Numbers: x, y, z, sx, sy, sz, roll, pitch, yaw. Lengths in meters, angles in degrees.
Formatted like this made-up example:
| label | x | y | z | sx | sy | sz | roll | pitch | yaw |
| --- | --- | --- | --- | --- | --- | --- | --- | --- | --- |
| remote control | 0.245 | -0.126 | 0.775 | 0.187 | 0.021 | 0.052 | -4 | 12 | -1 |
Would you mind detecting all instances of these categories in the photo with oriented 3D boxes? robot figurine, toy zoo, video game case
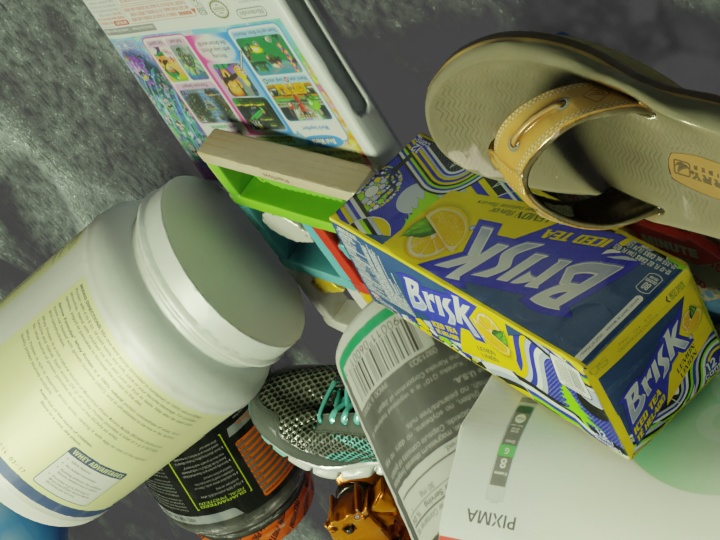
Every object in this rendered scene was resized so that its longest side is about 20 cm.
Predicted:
| label | x | y | z | sx | sy | sz | roll | pitch | yaw |
| --- | --- | --- | --- | --- | --- | --- | --- | --- | --- |
| robot figurine | 0.043 | 0.190 | 1.209 | 0.200 | 0.058 | 0.146 | 50 | -160 | -32 |
| toy zoo | 0.000 | 0.000 | 1.055 | 0.131 | 0.021 | 0.200 | 17 | 153 | 43 |
| video game case | -0.076 | -0.122 | 1.016 | 0.199 | 0.024 | 0.183 | 5 | 134 | 54 |

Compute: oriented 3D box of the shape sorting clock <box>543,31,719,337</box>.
| label | x | y | z | sx | sy | sz | roll | pitch | yaw |
| --- | --- | --- | --- | --- | --- | --- | --- | --- | --- |
| shape sorting clock | 0.127 | -0.025 | 0.827 | 0.199 | 0.039 | 0.201 | 36 | 153 | 21 |

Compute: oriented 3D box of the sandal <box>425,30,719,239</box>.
| label | x | y | z | sx | sy | sz | roll | pitch | yaw |
| --- | --- | --- | --- | --- | --- | --- | --- | --- | --- |
| sandal | 0.096 | -0.045 | 0.744 | 0.199 | 0.054 | 0.081 | 23 | 143 | 40 |

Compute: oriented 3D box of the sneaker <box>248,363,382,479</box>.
| label | x | y | z | sx | sy | sz | roll | pitch | yaw |
| --- | --- | --- | --- | --- | --- | --- | --- | --- | --- |
| sneaker | 0.019 | 0.083 | 1.081 | 0.198 | 0.078 | 0.091 | 9 | 152 | 23 |

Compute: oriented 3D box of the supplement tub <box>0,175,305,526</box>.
| label | x | y | z | sx | sy | sz | roll | pitch | yaw |
| --- | --- | --- | --- | --- | --- | --- | --- | --- | --- |
| supplement tub | -0.146 | 0.049 | 1.113 | 0.199 | 0.145 | 0.145 | -37 | 100 | 24 |

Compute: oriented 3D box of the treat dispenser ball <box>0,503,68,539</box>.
| label | x | y | z | sx | sy | sz | roll | pitch | yaw |
| --- | --- | --- | --- | --- | --- | --- | --- | --- | --- |
| treat dispenser ball | -0.410 | 0.273 | 1.925 | 0.200 | 0.201 | 0.202 | 35 | 154 | 20 |

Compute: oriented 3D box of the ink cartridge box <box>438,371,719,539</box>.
| label | x | y | z | sx | sy | sz | roll | pitch | yaw |
| --- | --- | --- | --- | --- | --- | --- | --- | --- | --- |
| ink cartridge box | 0.106 | 0.110 | 0.791 | 0.160 | 0.200 | 0.050 | 6 | 132 | 32 |

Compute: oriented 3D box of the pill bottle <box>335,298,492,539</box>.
| label | x | y | z | sx | sy | sz | roll | pitch | yaw |
| --- | --- | --- | --- | --- | --- | --- | --- | --- | --- |
| pill bottle | 0.072 | 0.105 | 0.934 | 0.113 | 0.112 | 0.201 | 95 | 154 | -59 |

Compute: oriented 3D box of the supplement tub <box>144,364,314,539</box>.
| label | x | y | z | sx | sy | sz | roll | pitch | yaw |
| --- | --- | --- | --- | --- | --- | --- | --- | --- | --- |
| supplement tub | -0.113 | 0.103 | 1.297 | 0.122 | 0.123 | 0.201 | 18 | 143 | 45 |

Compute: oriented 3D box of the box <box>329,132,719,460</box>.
| label | x | y | z | sx | sy | sz | roll | pitch | yaw |
| --- | --- | --- | --- | --- | --- | --- | --- | --- | --- |
| box | 0.073 | 0.006 | 0.842 | 0.200 | 0.070 | 0.065 | 32 | 159 | 49 |
